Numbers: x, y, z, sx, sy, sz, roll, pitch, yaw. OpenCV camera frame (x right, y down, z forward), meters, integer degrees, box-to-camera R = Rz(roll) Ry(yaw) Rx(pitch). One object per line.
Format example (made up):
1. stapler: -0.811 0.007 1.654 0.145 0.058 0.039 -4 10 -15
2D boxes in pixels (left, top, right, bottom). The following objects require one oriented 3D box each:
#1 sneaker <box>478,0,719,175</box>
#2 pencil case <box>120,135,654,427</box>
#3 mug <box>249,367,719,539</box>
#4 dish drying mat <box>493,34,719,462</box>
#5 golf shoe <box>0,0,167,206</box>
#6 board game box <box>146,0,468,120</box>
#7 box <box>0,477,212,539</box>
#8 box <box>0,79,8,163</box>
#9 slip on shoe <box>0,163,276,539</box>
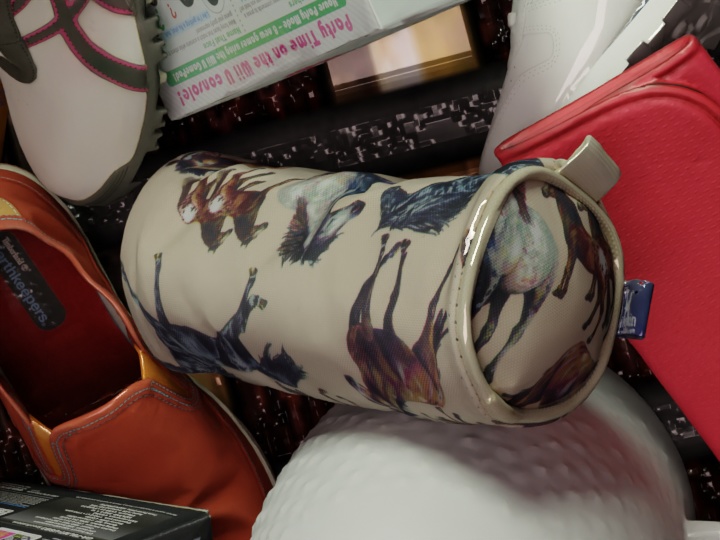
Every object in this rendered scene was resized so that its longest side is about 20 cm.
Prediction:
1. sneaker: 0.086 -0.111 0.796 0.080 0.076 0.200 32 102 17
2. pencil case: 0.000 0.000 0.777 0.200 0.089 0.078 6 143 51
3. mug: 0.057 0.110 0.784 0.200 0.175 0.148 1 102 13
4. dish drying mat: 0.130 0.016 0.791 0.077 0.018 0.200 -30 117 18
5. golf shoe: -0.118 -0.102 0.783 0.077 0.088 0.200 32 138 39
6. board game box: -0.045 -0.163 0.772 0.147 0.064 0.200 -14 99 58
7. box: -0.185 0.114 0.795 0.200 0.198 0.050 4 104 40
8. box: -0.196 -0.037 0.884 0.119 0.041 0.200 12 106 10
9. slip on shoe: -0.091 0.052 0.852 0.074 0.061 0.200 -32 107 3
